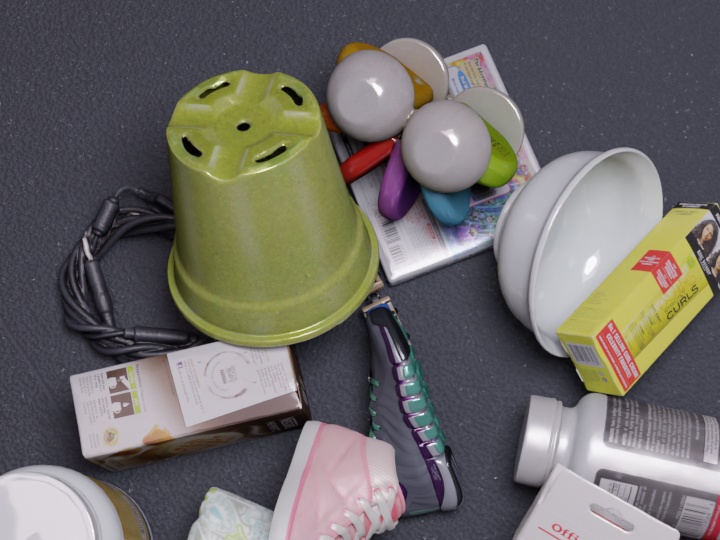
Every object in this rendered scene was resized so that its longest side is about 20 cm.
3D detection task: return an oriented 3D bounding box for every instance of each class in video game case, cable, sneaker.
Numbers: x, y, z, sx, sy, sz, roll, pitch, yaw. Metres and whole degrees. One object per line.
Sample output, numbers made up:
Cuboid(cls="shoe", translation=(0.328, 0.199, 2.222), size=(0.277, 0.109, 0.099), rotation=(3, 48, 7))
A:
Cuboid(cls="video game case", translation=(0.078, -0.107, 1.313), size=(0.182, 0.024, 0.200), rotation=(-21, 75, -3))
Cuboid(cls="cable", translation=(-0.196, 0.019, 1.279), size=(0.200, 0.051, 0.163), rotation=(35, 80, 10))
Cuboid(cls="sneaker", translation=(-0.019, 0.215, 1.127), size=(0.104, 0.075, 0.200), rotation=(11, 42, 7))
Cuboid(cls="sneaker", translation=(0.025, 0.137, 1.214), size=(0.087, 0.074, 0.200), rotation=(-20, 92, 7))

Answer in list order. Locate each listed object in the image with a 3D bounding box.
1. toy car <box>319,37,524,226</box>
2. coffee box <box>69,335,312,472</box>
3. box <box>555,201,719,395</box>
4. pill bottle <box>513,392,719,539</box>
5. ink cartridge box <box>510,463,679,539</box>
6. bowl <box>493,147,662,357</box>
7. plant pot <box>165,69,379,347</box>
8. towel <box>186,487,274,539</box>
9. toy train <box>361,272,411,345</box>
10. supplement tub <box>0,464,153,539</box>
Cuboid(cls="toy car", translation=(0.047, -0.120, 1.239), size=(0.200, 0.175, 0.150), rotation=(35, 114, 10))
Cuboid(cls="coffee box", translation=(-0.152, 0.121, 1.219), size=(0.200, 0.114, 0.080), rotation=(-13, 75, 0))
Cuboid(cls="box", translation=(0.269, 0.023, 1.214), size=(0.200, 0.050, 0.075), rotation=(-41, 114, -25))
Cuboid(cls="pill bottle", translation=(0.244, 0.173, 1.190), size=(0.200, 0.111, 0.111), rotation=(12, 77, 5))
Cuboid(cls="ink cartridge box", translation=(0.188, 0.251, 1.137), size=(0.117, 0.067, 0.200), rotation=(29, 122, 9))
Cuboid(cls="bowl", translation=(0.188, -0.028, 1.222), size=(0.090, 0.201, 0.201), rotation=(26, 77, 39))
Cuboid(cls="plant pot", translation=(-0.089, -0.067, 1.158), size=(0.200, 0.184, 0.201), rotation=(-3, 49, 4))
Cuboid(cls="towel", translation=(-0.095, 0.314, 1.154), size=(0.171, 0.048, 0.200), rotation=(22, 77, 6))
Cuboid(cls="toy train", translation=(0.000, 0.000, 1.277), size=(0.034, 0.046, 0.200), rotation=(-25, 76, -4))
Cuboid(cls="supplement tub", translation=(-0.267, 0.246, 1.148), size=(0.144, 0.200, 0.145), rotation=(-1, 76, 2))
